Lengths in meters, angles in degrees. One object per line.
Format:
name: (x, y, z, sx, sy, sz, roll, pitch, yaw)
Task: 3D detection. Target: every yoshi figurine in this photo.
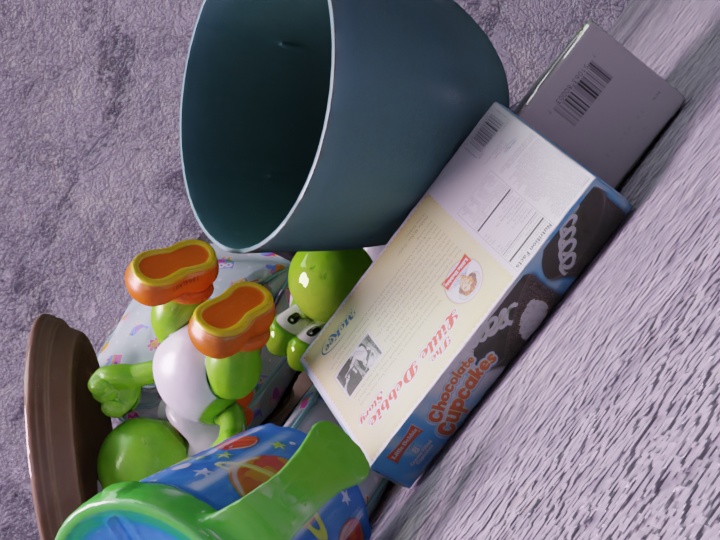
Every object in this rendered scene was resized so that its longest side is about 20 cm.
yoshi figurine: (-0.119, 0.087, 0.797, 0.113, 0.111, 0.201, -90, 8, -47)
yoshi figurine: (0.009, -0.007, 0.910, 0.112, 0.113, 0.200, -1, 29, 38)

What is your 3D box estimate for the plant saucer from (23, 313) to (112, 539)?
plant saucer: (-0.196, 0.128, 0.877, 0.200, 0.029, 0.202, 173, 90, -86)

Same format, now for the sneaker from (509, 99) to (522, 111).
sneaker: (0.113, -0.074, 1.067, 0.199, 0.080, 0.130, -42, -11, -10)

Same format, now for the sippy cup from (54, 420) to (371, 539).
sippy cup: (-0.064, 0.146, 0.638, 0.177, 0.141, 0.130, -6, 15, 32)

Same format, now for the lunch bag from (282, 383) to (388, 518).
lunch bag: (-0.041, 0.153, 0.832, 0.161, 0.077, 0.200, -55, -2, 32)

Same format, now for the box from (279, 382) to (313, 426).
box: (-0.012, 0.120, 1.026, 0.200, 0.079, 0.141, -53, -3, 30)

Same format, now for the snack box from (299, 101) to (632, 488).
snack box: (0.053, 0.011, 0.723, 0.200, 0.037, 0.116, -53, 35, 9)

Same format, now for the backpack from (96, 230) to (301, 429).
backpack: (-0.119, 0.058, 1.016, 0.166, 0.127, 0.201, -1, 47, 41)

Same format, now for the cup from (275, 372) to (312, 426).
cup: (-0.069, 0.131, 1.243, 0.201, 0.143, 0.200, -50, -10, -12)

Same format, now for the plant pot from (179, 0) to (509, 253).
plant pot: (-0.003, -0.106, 0.814, 0.160, 0.201, 0.201, 4, -40, -33)

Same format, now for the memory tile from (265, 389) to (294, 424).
memory tile: (-0.142, 0.170, 1.026, 0.153, 0.017, 0.200, -16, 30, 40)

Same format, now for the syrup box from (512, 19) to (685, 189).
syrup box: (0.148, -0.100, 0.871, 0.079, 0.081, 0.200, -51, 1, 0)
